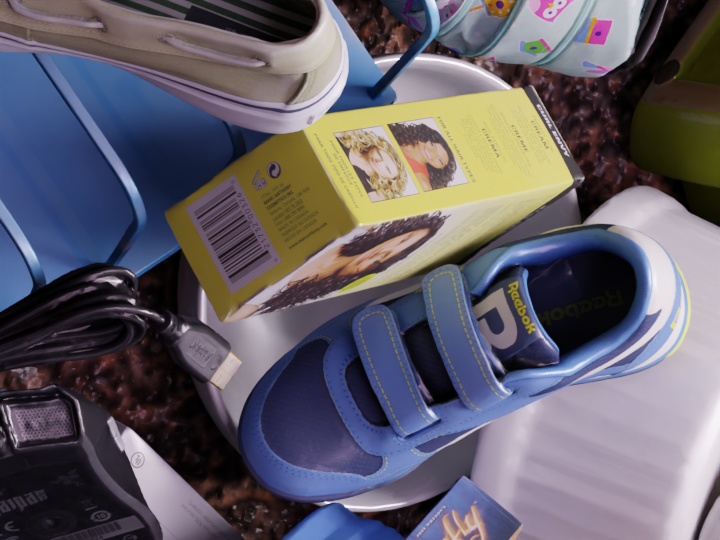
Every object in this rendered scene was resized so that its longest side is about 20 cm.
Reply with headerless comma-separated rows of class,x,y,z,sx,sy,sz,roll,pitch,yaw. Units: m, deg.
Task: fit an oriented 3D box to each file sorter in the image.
file sorter,-0.090,-0.085,1.113,0.200,0.123,0.139,-34,87,-18

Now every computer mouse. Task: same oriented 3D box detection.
computer mouse,-0.106,0.055,1.099,0.140,0.046,0.200,-20,146,10

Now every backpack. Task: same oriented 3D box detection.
backpack,0.083,-0.186,1.232,0.126,0.167,0.201,11,99,-15

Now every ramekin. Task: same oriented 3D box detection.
ramekin,0.136,0.072,1.296,0.200,0.097,0.201,-46,147,-41

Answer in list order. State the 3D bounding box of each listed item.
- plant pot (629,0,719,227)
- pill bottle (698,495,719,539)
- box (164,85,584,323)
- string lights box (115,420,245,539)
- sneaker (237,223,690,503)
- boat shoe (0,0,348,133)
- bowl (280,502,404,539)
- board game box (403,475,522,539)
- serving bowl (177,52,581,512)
plant pot,0.255,-0.068,1.339,0.181,0.200,0.199,43,78,-27
pill bottle,0.227,0.138,1.283,0.200,0.114,0.115,13,95,-66
box,0.010,-0.028,1.121,0.050,0.075,0.200,60,29,8
string lights box,-0.141,0.166,1.213,0.200,0.059,0.103,-51,122,-13
sneaker,0.040,0.031,1.176,0.199,0.082,0.074,-25,80,-1
boat shoe,-0.096,-0.110,1.011,0.199,0.062,0.072,18,66,6
bowl,-0.056,0.181,1.211,0.039,0.201,0.201,38,76,9
board game box,-0.010,0.186,1.221,0.035,0.200,0.135,38,52,9
serving bowl,0.000,0.000,1.262,0.199,0.066,0.202,-9,107,-31
